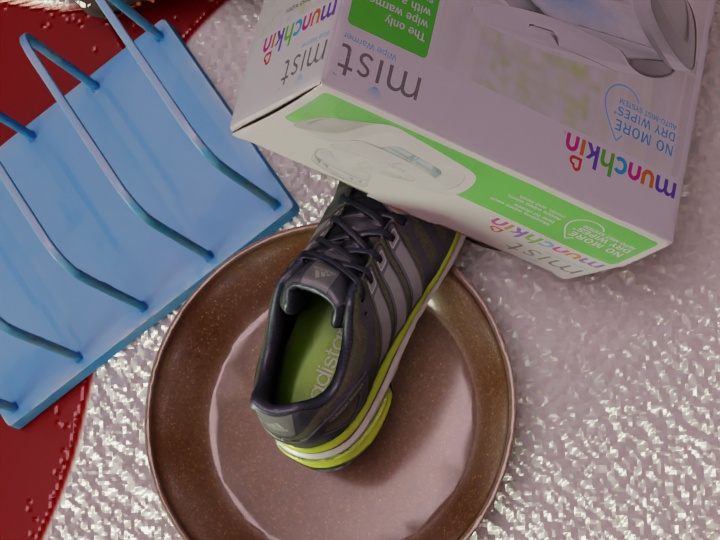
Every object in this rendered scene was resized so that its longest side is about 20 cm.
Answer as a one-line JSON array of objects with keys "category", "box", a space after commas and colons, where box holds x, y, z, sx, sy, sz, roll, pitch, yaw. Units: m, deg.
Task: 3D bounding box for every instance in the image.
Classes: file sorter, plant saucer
[{"category": "file sorter", "box": [-0.164, -0.037, 1.105, 0.200, 0.123, 0.139, -37, 71, 6]}, {"category": "plant saucer", "box": [-0.014, 0.076, 1.081, 0.200, 0.037, 0.201, -4, 77, 16]}]

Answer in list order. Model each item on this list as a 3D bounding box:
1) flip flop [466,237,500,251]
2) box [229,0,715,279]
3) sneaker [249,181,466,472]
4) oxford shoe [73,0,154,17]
[{"category": "flip flop", "box": [0.050, -0.103, 1.086, 0.081, 0.058, 0.200, -20, 77, 12]}, {"category": "box", "box": [0.059, -0.115, 0.998, 0.097, 0.200, 0.177, -21, 50, 57]}, {"category": "sneaker", "box": [0.000, 0.000, 1.031, 0.074, 0.081, 0.200, 15, 83, 19]}, {"category": "oxford shoe", "box": [-0.117, -0.174, 1.161, 0.200, 0.071, 0.073, 18, 110, 18]}]
